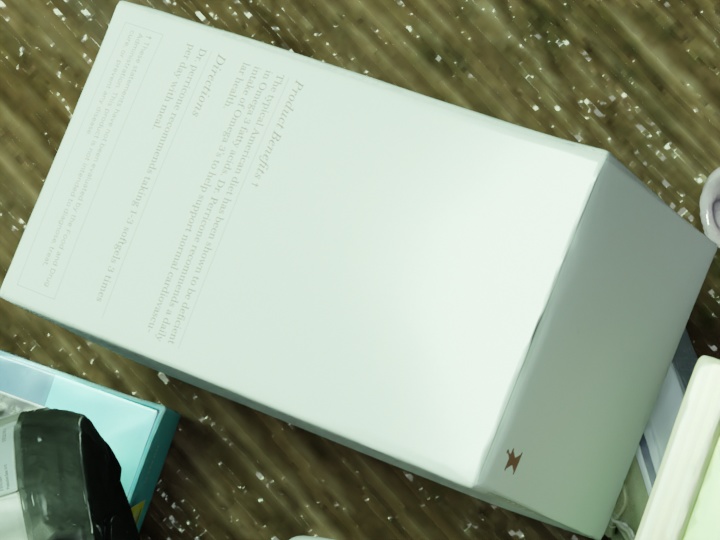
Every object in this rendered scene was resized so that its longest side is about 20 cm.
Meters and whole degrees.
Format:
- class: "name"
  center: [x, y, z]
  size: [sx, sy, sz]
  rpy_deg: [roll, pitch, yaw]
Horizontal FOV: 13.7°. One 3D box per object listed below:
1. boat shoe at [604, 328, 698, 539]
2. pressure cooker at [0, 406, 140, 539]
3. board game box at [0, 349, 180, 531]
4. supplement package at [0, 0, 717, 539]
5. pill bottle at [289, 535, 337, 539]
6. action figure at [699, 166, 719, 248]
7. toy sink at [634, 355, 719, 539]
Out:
- class: "boat shoe"
  center: [0.098, 0.063, 1.083]
  size: [0.062, 0.072, 0.201]
  rpy_deg: [-25, 73, 17]
- class: "pressure cooker"
  center: [-0.162, 0.148, 0.988]
  size: [0.199, 0.176, 0.179]
  rpy_deg: [-16, 79, -1]
- class: "board game box"
  center: [-0.171, 0.121, 1.103]
  size: [0.150, 0.047, 0.201]
  rpy_deg: [19, 86, 6]
- class: "supplement package"
  center: [0.000, 0.000, 1.036]
  size: [0.199, 0.117, 0.117]
  rpy_deg: [21, 85, 29]
- class: "pill bottle"
  center: [0.015, 0.199, 1.041]
  size: [0.119, 0.120, 0.201]
  rpy_deg: [9, 85, 6]
- class: "action figure"
  center: [0.173, 0.063, 1.023]
  size: [0.149, 0.134, 0.201]
  rpy_deg: [27, 69, -9]
- class: "toy sink"
  center: [0.184, 0.121, 0.903]
  size: [0.199, 0.112, 0.131]
  rpy_deg: [20, 90, 26]
